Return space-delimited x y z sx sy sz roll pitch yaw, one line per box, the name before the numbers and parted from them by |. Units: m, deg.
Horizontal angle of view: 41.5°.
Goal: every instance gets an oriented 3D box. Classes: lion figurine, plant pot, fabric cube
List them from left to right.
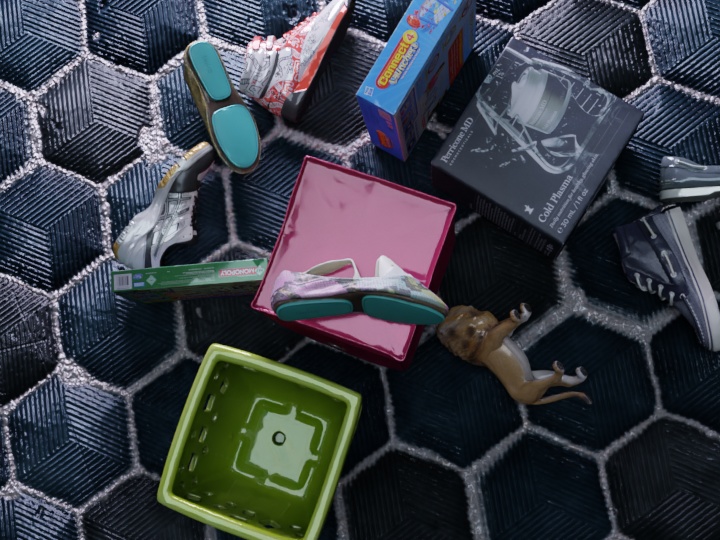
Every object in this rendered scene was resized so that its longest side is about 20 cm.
plant pot | -0.109 0.217 1.174 0.198 0.182 0.201 18 84 8
fabric cube | 0.000 0.000 1.189 0.195 0.199 0.201 20 84 6
lion figurine | 0.192 0.117 1.217 0.122 0.072 0.200 -40 86 32

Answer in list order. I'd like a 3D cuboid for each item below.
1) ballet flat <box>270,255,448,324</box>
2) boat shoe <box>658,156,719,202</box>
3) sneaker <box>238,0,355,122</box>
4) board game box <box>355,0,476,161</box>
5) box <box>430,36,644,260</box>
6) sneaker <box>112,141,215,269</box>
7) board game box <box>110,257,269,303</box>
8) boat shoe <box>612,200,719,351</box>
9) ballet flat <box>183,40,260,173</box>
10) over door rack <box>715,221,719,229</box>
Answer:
ballet flat | -0.001 0.020 1.058 0.198 0.069 0.072 1 62 5
boat shoe | 0.487 -0.128 1.229 0.199 0.073 0.062 -5 85 9
sneaker | -0.091 -0.315 1.310 0.107 0.067 0.202 27 87 6
board game box | 0.077 -0.261 1.221 0.056 0.200 0.197 30 84 10
box | 0.225 -0.154 1.232 0.196 0.124 0.201 32 85 11
sneaker | -0.247 -0.078 1.295 0.087 0.076 0.200 36 91 -5
board game box | -0.205 0.015 1.237 0.198 0.135 0.029 -5 81 5
boat shoe | 0.393 0.017 1.222 0.092 0.075 0.201 -18 73 9
ballet flat | -0.191 -0.218 1.306 0.070 0.071 0.201 -24 82 1
over door rack | 0.575 -0.032 1.201 0.199 0.067 0.149 -24 79 22
